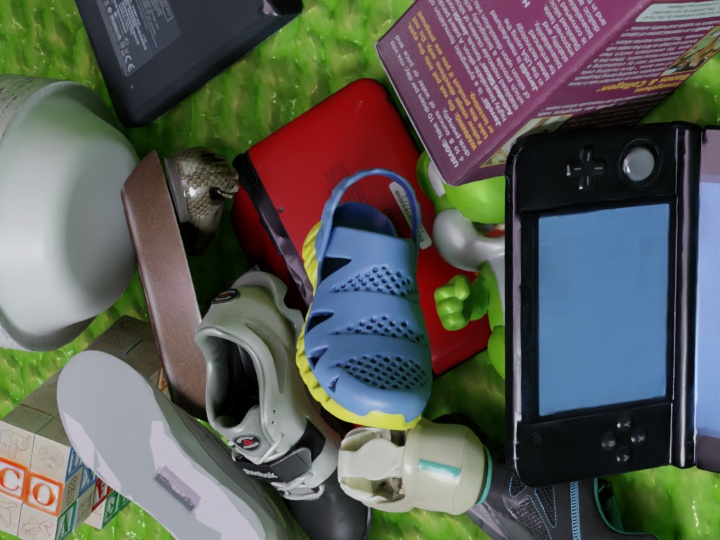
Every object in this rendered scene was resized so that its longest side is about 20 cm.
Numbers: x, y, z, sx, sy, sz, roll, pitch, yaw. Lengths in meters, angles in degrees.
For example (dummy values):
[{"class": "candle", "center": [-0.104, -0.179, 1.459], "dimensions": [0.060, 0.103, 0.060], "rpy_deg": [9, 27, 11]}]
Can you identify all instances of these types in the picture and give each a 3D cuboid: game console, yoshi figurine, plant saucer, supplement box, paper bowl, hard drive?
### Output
[{"class": "game console", "center": [0.000, 0.000, 1.310], "dimensions": [0.172, 0.119, 0.201], "rpy_deg": [-31, 76, 14]}, {"class": "yoshi figurine", "center": [0.097, -0.007, 1.152], "dimensions": [0.112, 0.112, 0.201], "rpy_deg": [-41, 67, 27]}, {"class": "plant saucer", "center": [-0.136, 0.016, 1.358], "dimensions": [0.200, 0.034, 0.202], "rpy_deg": [165, 90, -82]}, {"class": "supplement box", "center": [0.125, -0.145, 1.062], "dimensions": [0.200, 0.130, 0.104], "rpy_deg": [-43, 68, 42]}, {"class": "paper bowl", "center": [-0.230, -0.041, 1.409], "dimensions": [0.104, 0.200, 0.203], "rpy_deg": [7, 106, 25]}, {"class": "hard drive", "center": [-0.132, -0.206, 1.383], "dimensions": [0.199, 0.033, 0.141], "rpy_deg": [-28, 80, 46]}, {"class": "game console", "center": [0.179, 0.026, 1.050], "dimensions": [0.116, 0.174, 0.202], "rpy_deg": [-155, 62, -63]}]

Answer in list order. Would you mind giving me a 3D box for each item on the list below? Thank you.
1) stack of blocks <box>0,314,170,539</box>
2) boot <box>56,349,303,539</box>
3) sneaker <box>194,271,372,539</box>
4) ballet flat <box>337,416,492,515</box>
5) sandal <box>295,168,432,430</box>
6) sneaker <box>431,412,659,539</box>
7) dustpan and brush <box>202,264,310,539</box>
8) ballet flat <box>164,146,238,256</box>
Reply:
[{"class": "stack of blocks", "center": [-0.201, 0.128, 1.416], "dimensions": [0.058, 0.200, 0.116], "rpy_deg": [19, 115, 13]}, {"class": "boot", "center": [-0.123, 0.136, 1.319], "dimensions": [0.074, 0.096, 0.200], "rpy_deg": [-45, 74, 7]}, {"class": "sneaker", "center": [-0.060, 0.109, 1.266], "dimensions": [0.074, 0.088, 0.201], "rpy_deg": [-17, 102, 34]}, {"class": "ballet flat", "center": [0.019, 0.118, 1.194], "dimensions": [0.200, 0.069, 0.070], "rpy_deg": [159, 96, -71]}, {"class": "sandal", "center": [0.005, 0.011, 1.146], "dimensions": [0.201, 0.079, 0.087], "rpy_deg": [-102, 26, -47]}, {"class": "sneaker", "center": [0.117, 0.148, 1.203], "dimensions": [0.082, 0.073, 0.200], "rpy_deg": [-47, 52, 4]}, {"class": "dustpan and brush", "center": [-0.065, 0.109, 1.362], "dimensions": [0.201, 0.057, 0.139], "rpy_deg": [61, 155, 1]}, {"class": "ballet flat", "center": [-0.109, -0.052, 1.337], "dimensions": [0.200, 0.046, 0.068], "rpy_deg": [118, 135, -82]}]
